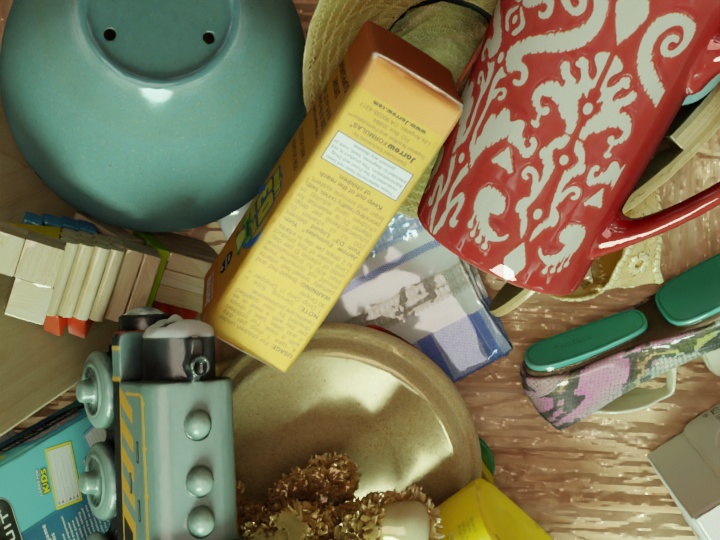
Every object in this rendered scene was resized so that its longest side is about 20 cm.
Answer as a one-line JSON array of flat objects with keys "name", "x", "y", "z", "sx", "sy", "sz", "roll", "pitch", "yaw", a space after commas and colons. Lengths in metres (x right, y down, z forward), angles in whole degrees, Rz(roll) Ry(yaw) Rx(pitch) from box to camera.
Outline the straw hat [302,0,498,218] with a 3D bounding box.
[{"name": "straw hat", "x": 0.053, "y": -0.131, "z": 0.849, "sx": 0.197, "sy": 0.085, "sz": 0.204, "roll": -4, "pitch": 111, "yaw": -9}]

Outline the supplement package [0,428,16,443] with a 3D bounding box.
[{"name": "supplement package", "x": -0.316, "y": 0.124, "z": 0.847, "sx": 0.155, "sy": 0.111, "sz": 0.202, "roll": -28, "pitch": 97, "yaw": 30}]

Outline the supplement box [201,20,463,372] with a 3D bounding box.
[{"name": "supplement box", "x": -0.021, "y": -0.041, "z": 0.788, "sx": 0.068, "sy": 0.067, "sz": 0.201, "roll": 26, "pitch": 111, "yaw": -17}]

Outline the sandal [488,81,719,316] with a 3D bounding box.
[{"name": "sandal", "x": 0.181, "y": -0.025, "z": 0.866, "sx": 0.070, "sy": 0.078, "sz": 0.212, "roll": 44, "pitch": 89, "yaw": -7}]

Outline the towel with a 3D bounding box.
[{"name": "towel", "x": 0.000, "y": 0.000, "z": 0.897, "sx": 0.145, "sy": 0.024, "sz": 0.202, "roll": -27, "pitch": 96, "yaw": 5}]

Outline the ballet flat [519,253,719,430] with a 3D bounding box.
[{"name": "ballet flat", "x": 0.204, "y": 0.048, "z": 0.884, "sx": 0.198, "sy": 0.069, "sz": 0.072, "roll": -26, "pitch": 114, "yaw": 8}]

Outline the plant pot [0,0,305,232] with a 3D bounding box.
[{"name": "plant pot", "x": -0.121, "y": -0.134, "z": 0.797, "sx": 0.196, "sy": 0.135, "sz": 0.204, "roll": 1, "pitch": 82, "yaw": -9}]

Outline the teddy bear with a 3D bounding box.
[{"name": "teddy bear", "x": -0.033, "y": 0.182, "z": 0.816, "sx": 0.198, "sy": 0.066, "sz": 0.147, "roll": -22, "pitch": 63, "yaw": 28}]

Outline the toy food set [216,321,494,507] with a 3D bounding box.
[{"name": "toy food set", "x": -0.015, "y": 0.126, "z": 0.887, "sx": 0.198, "sy": 0.049, "sz": 0.199, "roll": -30, "pitch": 103, "yaw": 18}]

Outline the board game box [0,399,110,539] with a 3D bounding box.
[{"name": "board game box", "x": -0.177, "y": 0.170, "z": 0.831, "sx": 0.046, "sy": 0.200, "sz": 0.153, "roll": -13, "pitch": 98, "yaw": 28}]

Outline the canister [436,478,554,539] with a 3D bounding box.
[{"name": "canister", "x": 0.041, "y": 0.240, "z": 0.860, "sx": 0.199, "sy": 0.087, "sz": 0.148, "roll": -38, "pitch": 121, "yaw": 16}]

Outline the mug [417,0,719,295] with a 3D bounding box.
[{"name": "mug", "x": 0.129, "y": -0.088, "z": 0.746, "sx": 0.132, "sy": 0.177, "sz": 0.202, "roll": 7, "pitch": 116, "yaw": -41}]

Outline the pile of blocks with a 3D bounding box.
[{"name": "pile of blocks", "x": -0.167, "y": 0.006, "z": 0.825, "sx": 0.082, "sy": 0.199, "sz": 0.063, "roll": 28, "pitch": 102, "yaw": 35}]

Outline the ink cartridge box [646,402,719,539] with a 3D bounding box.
[{"name": "ink cartridge box", "x": 0.305, "y": 0.178, "z": 0.851, "sx": 0.145, "sy": 0.147, "sz": 0.201, "roll": -34, "pitch": 96, "yaw": 5}]

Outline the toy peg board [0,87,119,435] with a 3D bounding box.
[{"name": "toy peg board", "x": -0.252, "y": -0.007, "z": 0.825, "sx": 0.097, "sy": 0.200, "sz": 0.202, "roll": -21, "pitch": 97, "yaw": 21}]

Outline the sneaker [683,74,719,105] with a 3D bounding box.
[{"name": "sneaker", "x": 0.218, "y": -0.200, "z": 0.851, "sx": 0.073, "sy": 0.082, "sz": 0.203, "roll": 18, "pitch": 75, "yaw": 8}]

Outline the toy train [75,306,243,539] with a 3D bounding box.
[{"name": "toy train", "x": -0.111, "y": 0.122, "z": 0.768, "sx": 0.084, "sy": 0.113, "sz": 0.204, "roll": 0, "pitch": 88, "yaw": -32}]
